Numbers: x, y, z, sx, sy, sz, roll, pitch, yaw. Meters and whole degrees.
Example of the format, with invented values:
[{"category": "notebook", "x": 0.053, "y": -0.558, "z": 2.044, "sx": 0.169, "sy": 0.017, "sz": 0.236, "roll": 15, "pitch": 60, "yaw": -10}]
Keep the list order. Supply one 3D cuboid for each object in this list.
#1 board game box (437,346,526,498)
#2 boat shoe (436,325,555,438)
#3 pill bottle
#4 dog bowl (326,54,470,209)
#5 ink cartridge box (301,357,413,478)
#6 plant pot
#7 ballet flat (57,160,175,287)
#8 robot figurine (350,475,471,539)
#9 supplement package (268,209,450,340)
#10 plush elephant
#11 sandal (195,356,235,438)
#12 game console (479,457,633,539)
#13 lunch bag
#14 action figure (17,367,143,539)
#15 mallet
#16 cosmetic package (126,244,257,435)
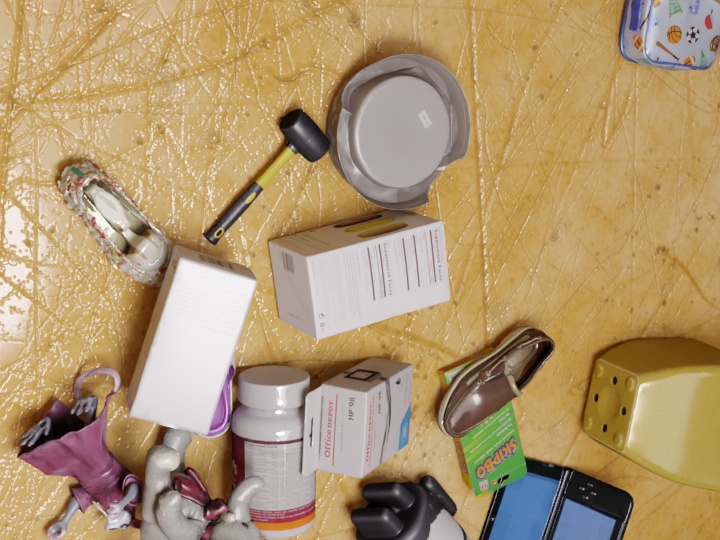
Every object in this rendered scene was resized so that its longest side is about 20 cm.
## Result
[{"category": "board game box", "x": 0.176, "y": 0.219, "z": 1.856, "sx": 0.095, "sy": 0.030, "sz": 0.201, "roll": -21, "pitch": 104, "yaw": -23}, {"category": "boat shoe", "x": 0.190, "y": 0.154, "z": 1.797, "sx": 0.202, "sy": 0.075, "sz": 0.075, "roll": -47, "pitch": 115, "yaw": -15}, {"category": "pill bottle", "x": -0.110, "y": 0.229, "z": 1.654, "sx": 0.109, "sy": 0.109, "sz": 0.201, "roll": -6, "pitch": 104, "yaw": -28}, {"category": "dog bowl", "x": 0.045, "y": -0.181, "z": 1.679, "sx": 0.199, "sy": 0.059, "sz": 0.201, "roll": -7, "pitch": 105, "yaw": -28}, {"category": "ink cartridge box", "x": -0.001, "y": 0.193, "z": 1.672, "sx": 0.200, "sy": 0.066, "sz": 0.116, "roll": -22, "pitch": 118, "yaw": -64}, {"category": "plant pot", "x": 0.446, "y": 0.207, "z": 1.923, "sx": 0.199, "sy": 0.194, "sz": 0.196, "roll": 6, "pitch": 98, "yaw": -24}, {"category": "ballet flat", "x": -0.277, "y": -0.046, "z": 1.526, "sx": 0.076, "sy": 0.064, "sz": 0.200, "roll": -50, "pitch": 120, "yaw": -12}, {"category": "robot figurine", "x": 0.076, "y": 0.371, "z": 1.781, "sx": 0.150, "sy": 0.125, "sz": 0.200, "roll": -41, "pitch": 118, "yaw": -1}, {"category": "supplement package", "x": 0.000, "y": 0.000, "z": 1.663, "sx": 0.199, "sy": 0.114, "sz": 0.110, "roll": -16, "pitch": 109, "yaw": -27}, {"category": "plush elephant", "x": -0.182, "y": 0.296, "z": 1.558, "sx": 0.154, "sy": 0.165, "sz": 0.201, "roll": 9, "pitch": 88, "yaw": 0}, {"category": "sandal", "x": -0.189, "y": 0.115, "z": 1.619, "sx": 0.082, "sy": 0.050, "sz": 0.204, "roll": -19, "pitch": 110, "yaw": -25}, {"category": "game console", "x": 0.282, "y": 0.394, "z": 1.913, "sx": 0.118, "sy": 0.170, "sz": 0.201, "roll": 13, "pitch": 96, "yaw": -57}, {"category": "lunch bag", "x": 0.448, "y": -0.388, "z": 1.852, "sx": 0.160, "sy": 0.076, "sz": 0.201, "roll": 3, "pitch": 100, "yaw": -27}, {"category": "action figure", "x": -0.320, "y": 0.238, "z": 1.564, "sx": 0.200, "sy": 0.133, "sz": 0.149, "roll": 59, "pitch": 34, "yaw": -34}, {"category": "mallet", "x": -0.115, "y": -0.106, "z": 1.623, "sx": 0.066, "sy": 0.041, "sz": 0.200, "roll": 37, "pitch": 87, "yaw": -33}, {"category": "cosmetic package", "x": -0.202, "y": 0.083, "z": 1.543, "sx": 0.101, "sy": 0.074, "sz": 0.201, "roll": 18, "pitch": 99, "yaw": -17}]
